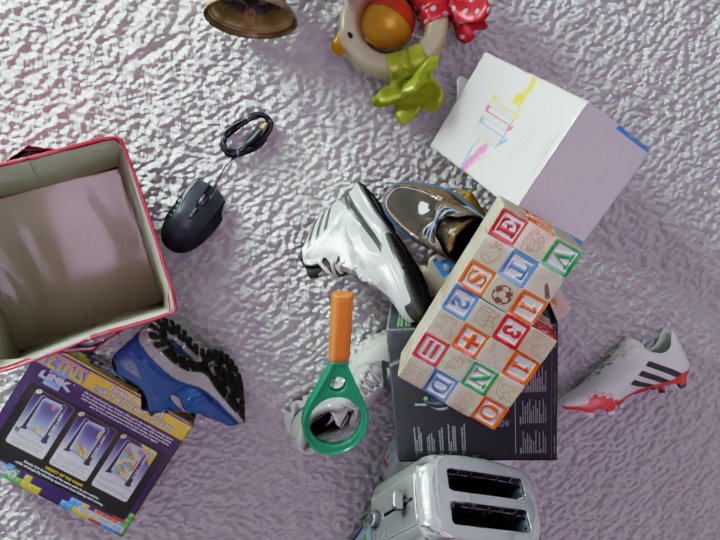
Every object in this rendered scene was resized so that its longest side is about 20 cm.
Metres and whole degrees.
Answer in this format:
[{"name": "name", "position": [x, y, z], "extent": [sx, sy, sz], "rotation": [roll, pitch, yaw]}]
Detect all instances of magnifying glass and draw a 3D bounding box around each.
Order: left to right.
[{"name": "magnifying glass", "position": [-0.027, 0.122, 0.741], "extent": [0.079, 0.022, 0.202], "rotation": [1, 108, -11]}]

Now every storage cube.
[{"name": "storage cube", "position": [-0.301, -0.017, 0.654], "extent": [0.170, 0.180, 0.202], "rotation": [-19, 95, -21]}]

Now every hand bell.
[{"name": "hand bell", "position": [-0.117, -0.376, 0.713], "extent": [0.103, 0.104, 0.202], "rotation": [3, 86, -10]}]

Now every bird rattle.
[{"name": "bird rattle", "position": [0.057, -0.284, 0.743], "extent": [0.162, 0.113, 0.201], "rotation": [26, 91, 4]}]

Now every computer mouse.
[{"name": "computer mouse", "position": [-0.170, -0.106, 0.762], "extent": [0.058, 0.034, 0.201], "rotation": [34, 92, -12]}]

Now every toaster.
[{"name": "toaster", "position": [0.115, 0.284, 0.731], "extent": [0.199, 0.114, 0.129], "rotation": [15, 140, -17]}]

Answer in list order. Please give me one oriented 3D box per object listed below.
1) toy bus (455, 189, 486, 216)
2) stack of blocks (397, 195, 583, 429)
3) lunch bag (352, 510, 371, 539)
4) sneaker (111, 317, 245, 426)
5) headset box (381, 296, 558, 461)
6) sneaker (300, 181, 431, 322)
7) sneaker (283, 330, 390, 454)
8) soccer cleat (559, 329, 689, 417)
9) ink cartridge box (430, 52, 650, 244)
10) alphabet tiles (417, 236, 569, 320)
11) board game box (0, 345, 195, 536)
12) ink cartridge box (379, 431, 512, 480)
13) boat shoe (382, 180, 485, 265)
[{"name": "toy bus", "position": [0.159, -0.003, 0.812], "extent": [0.065, 0.078, 0.201], "rotation": [-36, 103, -2]}, {"name": "stack of blocks", "position": [0.136, 0.043, 0.639], "extent": [0.115, 0.059, 0.201], "rotation": [29, 108, -2]}, {"name": "lunch bag", "position": [0.090, 0.381, 0.846], "extent": [0.199, 0.083, 0.161], "rotation": [21, 118, -11]}, {"name": "sneaker", "position": [-0.209, 0.131, 0.754], "extent": [0.089, 0.079, 0.200], "rotation": [-27, 134, 13]}, {"name": "headset box", "position": [0.123, 0.125, 0.750], "extent": [0.198, 0.093, 0.176], "rotation": [-4, 109, 8]}, {"name": "sneaker", "position": [0.000, 0.000, 0.751], "extent": [0.115, 0.201, 0.076], "rotation": [-35, 144, 12]}, {"name": "sneaker", "position": [-0.009, 0.157, 0.810], "extent": [0.200, 0.081, 0.075], "rotation": [-43, 102, -2]}, {"name": "soccer cleat", "position": [0.359, 0.140, 0.881], "extent": [0.198, 0.069, 0.086], "rotation": [-14, 93, -10]}, {"name": "ink cartridge box", "position": [0.190, -0.146, 0.730], "extent": [0.128, 0.200, 0.126], "rotation": [18, 111, -37]}, {"name": "alphabet tiles", "position": [0.145, 0.058, 0.781], "extent": [0.199, 0.015, 0.196], "rotation": [-31, 104, 17]}, {"name": "board game box", "position": [-0.328, 0.197, 0.773], "extent": [0.199, 0.057, 0.166], "rotation": [34, 90, -13]}, {"name": "ink cartridge box", "position": [0.136, 0.213, 0.866], "extent": [0.161, 0.050, 0.201], "rotation": [24, 88, -12]}, {"name": "boat shoe", "position": [0.107, -0.046, 0.708], "extent": [0.199, 0.072, 0.073], "rotation": [29, 99, 17]}]
